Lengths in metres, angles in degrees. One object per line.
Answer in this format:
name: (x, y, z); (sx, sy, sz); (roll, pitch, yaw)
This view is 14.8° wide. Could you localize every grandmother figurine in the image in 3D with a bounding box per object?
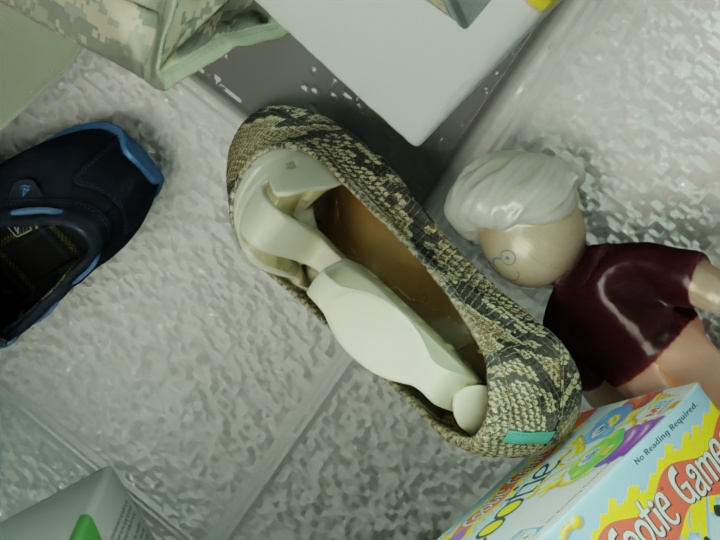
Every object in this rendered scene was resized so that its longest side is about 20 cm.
grandmother figurine: (0.112, 0.031, 1.060); (0.200, 0.061, 0.121); (46, 137, 1)

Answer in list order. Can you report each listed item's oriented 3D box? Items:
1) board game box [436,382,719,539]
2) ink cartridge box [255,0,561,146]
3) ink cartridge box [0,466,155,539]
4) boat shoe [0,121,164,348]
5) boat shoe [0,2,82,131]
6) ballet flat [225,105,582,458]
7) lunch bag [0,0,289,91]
board game box: (0.126, 0.156, 1.026); (0.200, 0.105, 0.103); (52, 155, -7)
ink cartridge box: (0.070, -0.155, 0.928); (0.088, 0.145, 0.200); (44, 127, -1)
ink cartridge box: (-0.103, 0.207, 1.216); (0.084, 0.146, 0.200); (-28, 101, 9)
boat shoe: (-0.171, -0.002, 1.190); (0.084, 0.069, 0.200); (41, 132, -12)
boat shoe: (-0.180, -0.079, 1.156); (0.070, 0.072, 0.201); (38, 123, -26)
ballet flat: (0.000, 0.000, 1.061); (0.200, 0.075, 0.068); (43, 117, 28)
lunch bag: (-0.087, -0.193, 1.014); (0.164, 0.118, 0.200); (29, 121, 20)
